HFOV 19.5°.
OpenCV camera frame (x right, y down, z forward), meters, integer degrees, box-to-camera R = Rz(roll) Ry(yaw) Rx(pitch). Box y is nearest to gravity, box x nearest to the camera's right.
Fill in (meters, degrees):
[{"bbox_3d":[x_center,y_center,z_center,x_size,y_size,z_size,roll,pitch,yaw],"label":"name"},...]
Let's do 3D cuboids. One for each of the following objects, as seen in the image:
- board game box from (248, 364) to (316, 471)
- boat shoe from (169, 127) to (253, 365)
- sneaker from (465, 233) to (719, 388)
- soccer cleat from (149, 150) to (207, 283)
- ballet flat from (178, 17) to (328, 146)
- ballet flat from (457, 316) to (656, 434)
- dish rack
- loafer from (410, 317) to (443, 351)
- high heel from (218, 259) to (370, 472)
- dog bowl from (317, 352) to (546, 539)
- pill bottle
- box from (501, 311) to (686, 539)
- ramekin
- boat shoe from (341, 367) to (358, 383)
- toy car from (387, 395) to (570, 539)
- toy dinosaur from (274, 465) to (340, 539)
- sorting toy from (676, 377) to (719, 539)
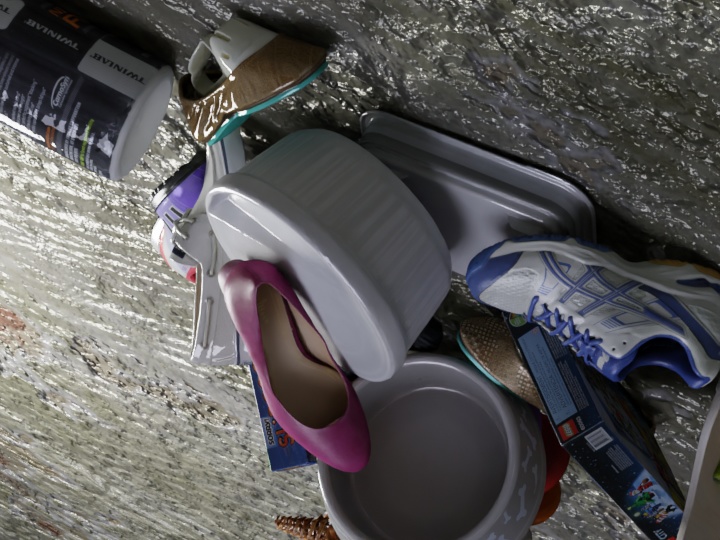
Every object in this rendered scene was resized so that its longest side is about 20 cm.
[{"bbox_3d":[-0.077,0.072,1.813,0.034,0.202,0.135,-13,174,1],"label":"board game box"},{"bbox_3d":[-0.122,-0.021,1.712,0.069,0.202,0.071,-3,-172,-6],"label":"boat shoe"},{"bbox_3d":[0.172,0.033,1.532,0.198,0.089,0.075,8,154,6],"label":"sneaker"},{"bbox_3d":[-0.140,-0.042,1.819,0.073,0.068,0.200,49,162,9],"label":"soccer cleat"},{"bbox_3d":[-0.092,-0.151,1.591,0.073,0.068,0.200,55,156,-7],"label":"ballet flat"},{"bbox_3d":[0.171,0.091,1.761,0.199,0.071,0.065,37,128,-20],"label":"ballet flat"},{"bbox_3d":[0.084,-0.036,1.619,0.199,0.044,0.172,23,156,19],"label":"dish rack"},{"bbox_3d":[0.000,0.000,1.752,0.200,0.071,0.068,37,159,-28],"label":"loafer"},{"bbox_3d":[-0.045,0.080,1.607,0.201,0.067,0.096,54,171,-15],"label":"high heel"},{"bbox_3d":[0.054,0.161,1.764,0.199,0.201,0.059,21,170,21],"label":"dog bowl"},{"bbox_3d":[-0.259,-0.161,1.691,0.199,0.107,0.106,27,156,6],"label":"pill bottle"},{"bbox_3d":[0.188,0.120,1.627,0.200,0.038,0.137,46,-164,-46],"label":"box"},{"bbox_3d":[-0.017,-0.019,1.603,0.202,0.094,0.203,40,162,16],"label":"ramekin"},{"bbox_3d":[-0.017,0.064,1.871,0.075,0.062,0.200,33,-176,8],"label":"boat shoe"},{"bbox_3d":[0.107,0.168,1.873,0.149,0.176,0.200,-31,136,21],"label":"toy car"},{"bbox_3d":[0.001,0.232,2.112,0.101,0.137,0.200,-1,-173,26],"label":"toy dinosaur"},{"bbox_3d":[0.325,0.197,1.624,0.199,0.181,0.107,31,156,0],"label":"sorting toy"}]
